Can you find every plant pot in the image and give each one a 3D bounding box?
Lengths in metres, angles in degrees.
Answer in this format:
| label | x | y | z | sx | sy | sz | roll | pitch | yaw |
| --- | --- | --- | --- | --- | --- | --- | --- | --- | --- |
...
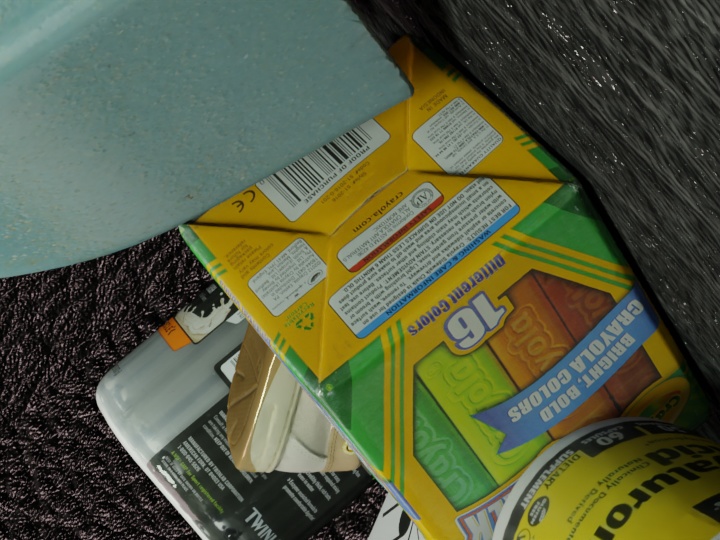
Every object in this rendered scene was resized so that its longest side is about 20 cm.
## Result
| label | x | y | z | sx | sy | sz | roll | pitch | yaw |
| --- | --- | --- | --- | --- | --- | --- | --- | --- | --- |
| plant pot | -0.132 | -0.106 | 0.889 | 0.197 | 0.200 | 0.196 | 56 | -176 | 22 |

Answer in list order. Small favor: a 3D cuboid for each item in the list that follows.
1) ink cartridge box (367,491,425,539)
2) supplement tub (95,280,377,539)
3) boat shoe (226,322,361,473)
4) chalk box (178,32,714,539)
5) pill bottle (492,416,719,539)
| label | x | y | z | sx | sy | sz | roll | pitch | yaw |
| --- | --- | --- | --- | --- | --- | --- | --- | --- | --- |
| ink cartridge box | 0.048 | 0.146 | 1.089 | 0.044 | 0.094 | 0.200 | 16 | -160 | -17 |
| supplement tub | -0.015 | 0.039 | 1.197 | 0.123 | 0.200 | 0.123 | 50 | 176 | 5 |
| boat shoe | 0.000 | 0.000 | 1.086 | 0.069 | 0.201 | 0.074 | 11 | -152 | -17 |
| chalk box | 0.045 | 0.032 | 1.002 | 0.124 | 0.125 | 0.200 | 47 | 177 | 46 |
| pill bottle | 0.132 | 0.126 | 0.889 | 0.111 | 0.111 | 0.200 | 52 | 170 | -23 |
